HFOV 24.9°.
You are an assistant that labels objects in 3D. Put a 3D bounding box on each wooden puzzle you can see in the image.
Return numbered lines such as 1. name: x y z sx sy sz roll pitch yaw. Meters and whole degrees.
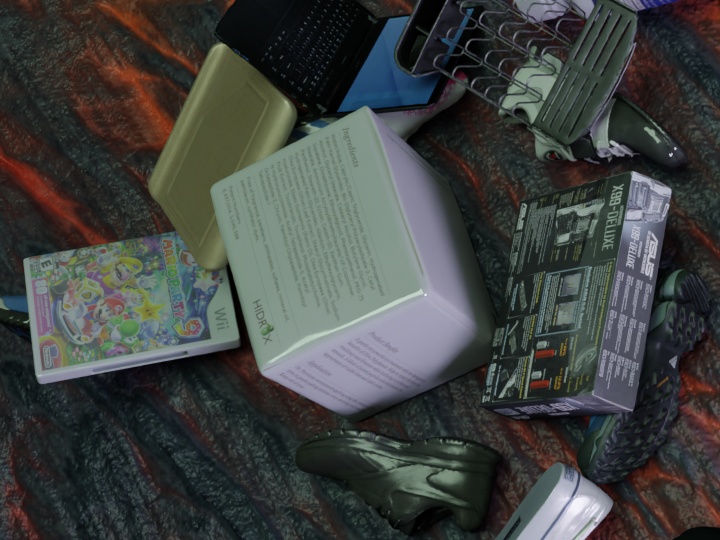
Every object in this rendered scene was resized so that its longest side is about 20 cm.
1. wooden puzzle: -0.135 -0.115 1.622 0.185 0.037 0.200 -63 33 13

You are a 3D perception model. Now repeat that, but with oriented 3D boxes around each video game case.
1. video game case: -0.228 0.031 1.616 0.199 0.018 0.144 -10 56 -6

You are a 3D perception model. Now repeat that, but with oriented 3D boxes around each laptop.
1. laptop: -0.009 -0.240 1.566 0.103 0.200 0.177 -42 15 43

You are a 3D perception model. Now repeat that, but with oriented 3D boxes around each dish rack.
1. dish rack: 0.142 -0.208 1.452 0.200 0.054 0.154 35 108 29

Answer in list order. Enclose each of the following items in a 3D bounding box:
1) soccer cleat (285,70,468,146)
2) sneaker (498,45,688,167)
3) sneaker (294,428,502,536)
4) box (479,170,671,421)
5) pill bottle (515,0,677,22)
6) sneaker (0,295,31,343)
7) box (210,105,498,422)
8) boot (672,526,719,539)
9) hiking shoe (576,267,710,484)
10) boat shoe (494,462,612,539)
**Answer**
1. soccer cleat: 0.016 -0.138 1.595 0.199 0.070 0.087 -16 103 8
2. sneaker: 0.208 -0.124 1.486 0.200 0.074 0.089 36 91 41
3. sneaker: 0.027 0.190 1.467 0.199 0.076 0.091 3 80 29
4. box: 0.184 0.025 1.407 0.158 0.050 0.201 -15 59 57
5. pill bottle: 0.240 -0.295 1.497 0.199 0.120 0.120 -11 68 23
6. sneaker: -0.286 0.043 1.678 0.199 0.076 0.077 5 69 18
7. box: 0.000 0.000 1.469 0.171 0.199 0.200 -25 64 16
8. boot: 0.342 0.203 1.253 0.200 0.076 0.169 24 126 26
9. hiking shoe: 0.230 0.089 1.409 0.087 0.074 0.200 16 76 48
10. boat shoe: 0.140 0.258 1.387 0.065 0.074 0.200 32 111 -7
